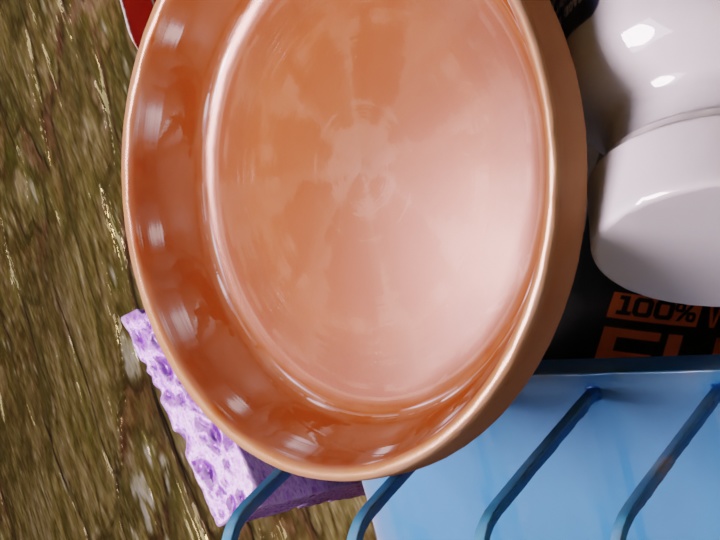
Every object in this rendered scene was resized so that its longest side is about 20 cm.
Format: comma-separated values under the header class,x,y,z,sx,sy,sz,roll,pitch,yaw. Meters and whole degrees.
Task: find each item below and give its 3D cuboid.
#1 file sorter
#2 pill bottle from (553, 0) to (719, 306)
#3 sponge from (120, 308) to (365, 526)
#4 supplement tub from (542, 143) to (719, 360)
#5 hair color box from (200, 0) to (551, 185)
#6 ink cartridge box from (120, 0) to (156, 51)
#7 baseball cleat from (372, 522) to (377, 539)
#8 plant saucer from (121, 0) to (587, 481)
class,x,y,z,sx,sy,sz,roll,pitch,yaw
file sorter,0.074,0.117,0.902,0.200,0.123,0.139,-3,113,29
pill bottle,0.118,-0.097,0.868,0.116,0.116,0.200,127,148,-62
sponge,-0.040,0.063,1.343,0.112,0.030,0.200,63,-160,11
supplement tub,0.094,0.019,1.029,0.123,0.122,0.200,19,104,62
hair color box,0.016,-0.086,1.029,0.061,0.200,0.100,45,115,-10
ink cartridge box,-0.045,-0.107,1.101,0.200,0.047,0.160,50,-160,-53
baseball cleat,-0.012,0.042,1.313,0.070,0.106,0.200,145,123,-75
plant saucer,-0.003,-0.032,0.887,0.200,0.032,0.201,3,94,44
